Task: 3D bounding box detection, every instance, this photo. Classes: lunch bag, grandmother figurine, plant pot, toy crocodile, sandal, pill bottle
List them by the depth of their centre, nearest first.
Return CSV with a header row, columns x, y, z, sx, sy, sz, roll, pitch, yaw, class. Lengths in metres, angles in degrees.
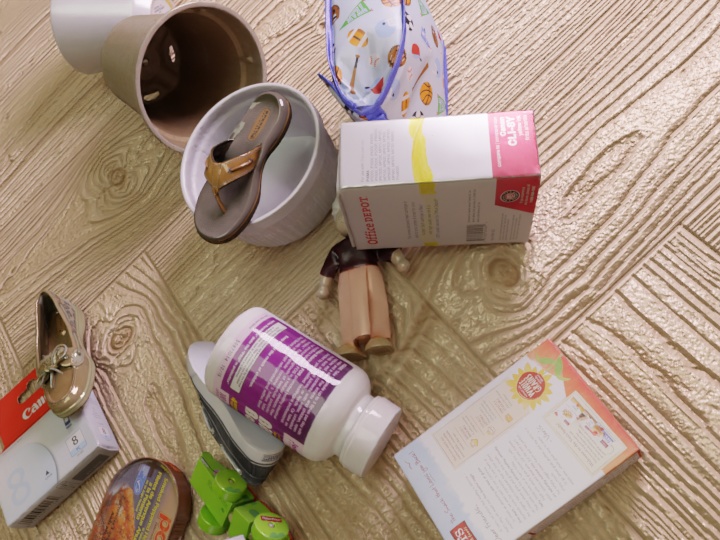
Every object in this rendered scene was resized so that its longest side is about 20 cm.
x,y,z,sx,sy,sz,roll,pitch,yaw,class
-0.060,0.134,0.778,0.199,0.112,0.113,30,84,16,pill bottle
-0.123,0.276,0.794,0.200,0.062,0.068,34,112,36,toy crocodile
-0.143,-0.128,0.840,0.081,0.055,0.201,21,80,29,sandal
0.000,0.000,0.848,0.120,0.061,0.201,-12,68,10,grandmother figurine
0.033,-0.229,0.855,0.123,0.170,0.201,-13,66,22,lunch bag
-0.265,-0.282,1.014,0.183,0.200,0.201,27,83,41,plant pot

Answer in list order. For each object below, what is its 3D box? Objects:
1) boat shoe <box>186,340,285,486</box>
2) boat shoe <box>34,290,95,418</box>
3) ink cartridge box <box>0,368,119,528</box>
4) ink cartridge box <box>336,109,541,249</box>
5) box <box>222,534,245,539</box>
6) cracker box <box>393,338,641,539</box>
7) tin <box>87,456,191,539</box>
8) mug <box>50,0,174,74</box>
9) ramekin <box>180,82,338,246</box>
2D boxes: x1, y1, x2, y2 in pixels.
x,y,z,sx,sy,sz,roll,pitch,yaw,class
-0.156,0.165,0.850,0.200,0.071,0.068,45,121,36,boat shoe
-0.404,0.109,0.957,0.073,0.063,0.200,-33,45,-1,boat shoe
-0.428,0.211,0.963,0.160,0.047,0.200,-42,61,4,ink cartridge box
0.081,-0.091,0.766,0.198,0.145,0.084,-3,67,6,ink cartridge box
-0.127,0.398,0.724,0.156,0.041,0.200,-52,55,28,box
0.151,0.183,0.707,0.200,0.058,0.134,-38,59,6,cracker box
-0.268,0.324,0.853,0.111,0.042,0.201,12,76,32,tin
-0.369,-0.405,1.126,0.152,0.149,0.188,3,78,17,mug
-0.120,-0.125,0.922,0.199,0.105,0.202,-9,66,21,ramekin
